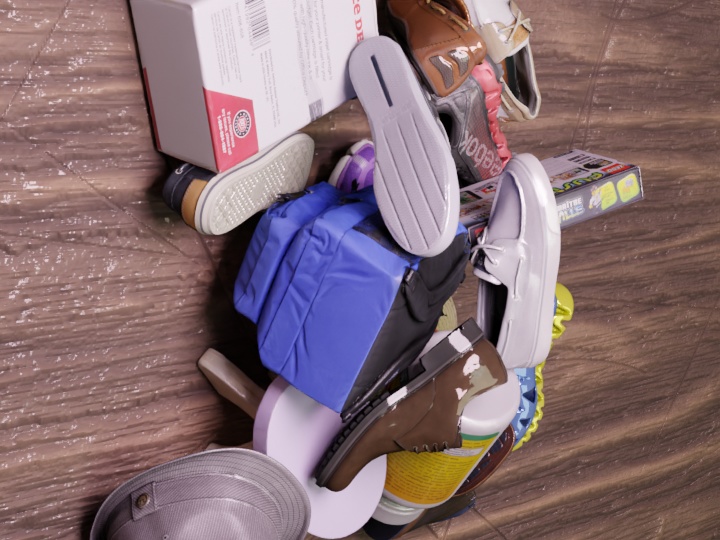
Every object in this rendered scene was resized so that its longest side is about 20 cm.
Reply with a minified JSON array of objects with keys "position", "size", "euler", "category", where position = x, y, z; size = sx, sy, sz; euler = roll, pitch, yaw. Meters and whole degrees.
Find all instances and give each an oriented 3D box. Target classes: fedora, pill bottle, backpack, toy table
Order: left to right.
[{"position":[-0.138,0.248,1.375],"size":[0.198,0.091,0.178],"euler":[-21,130,11],"category":"fedora"},{"position":[-0.069,0.152,1.472],"size":[0.184,0.117,0.201],"euler":[-42,134,-29],"category":"toy table"},{"position":[0.000,0.000,1.399],"size":[0.200,0.167,0.163],"euler":[-28,153,-59],"category":"backpack"},{"position":[0.063,0.157,1.536],"size":[0.112,0.113,0.201],"euler":[-26,157,-40],"category":"pill bottle"}]

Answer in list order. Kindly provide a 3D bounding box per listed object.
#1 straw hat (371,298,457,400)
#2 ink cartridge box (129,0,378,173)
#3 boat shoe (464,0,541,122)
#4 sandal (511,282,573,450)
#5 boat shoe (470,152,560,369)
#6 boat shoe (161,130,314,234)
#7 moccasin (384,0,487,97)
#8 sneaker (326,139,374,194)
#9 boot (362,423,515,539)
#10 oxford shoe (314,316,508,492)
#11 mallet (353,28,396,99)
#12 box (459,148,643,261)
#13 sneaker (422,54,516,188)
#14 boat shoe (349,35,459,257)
[{"position":[0.069,0.112,1.641],"size":[0.200,0.085,0.203],"euler":[-24,124,-41],"category":"straw hat"},{"position":[-0.081,-0.192,1.326],"size":[0.199,0.083,0.146],"euler":[-33,129,-36],"category":"ink cartridge box"},{"position":[0.136,-0.235,1.575],"size":[0.075,0.068,0.201],"euler":[-45,136,-27],"category":"boat shoe"},{"position":[0.165,0.101,1.765],"size":[0.087,0.079,0.202],"euler":[20,83,-48],"category":"sandal"},{"position":[0.132,-0.004,1.450],"size":[0.068,0.072,0.202],"euler":[-11,117,-27],"category":"boat shoe"},{"position":[-0.100,-0.082,1.374],"size":[0.200,0.062,0.075],"euler":[-31,139,-57],"category":"boat shoe"},{"position":[0.069,-0.217,1.418],"size":[0.077,0.202,0.074],"euler":[-31,109,5],"category":"moccasin"},{"position":[0.031,-0.040,1.529],"size":[0.081,0.083,0.201],"euler":[-47,135,-26],"category":"sneaker"},{"position":[0.096,0.214,1.688],"size":[0.199,0.075,0.097],"euler":[-37,160,22],"category":"boot"},{"position":[0.045,0.136,1.399],"size":[0.200,0.085,0.073],"euler":[-40,179,8],"category":"oxford shoe"},{"position":[0.039,-0.141,1.511],"size":[0.066,0.041,0.200],"euler":[-46,133,-11],"category":"mallet"},{"position":[0.161,-0.066,1.547],"size":[0.198,0.110,0.035],"euler":[-20,112,-23],"category":"box"},{"position":[0.099,-0.127,1.583],"size":[0.098,0.071,0.201],"euler":[-36,140,-18],"category":"sneaker"},{"position":[0.048,-0.102,1.330],"size":[0.071,0.072,0.202],"euler":[25,47,-57],"category":"boat shoe"}]
